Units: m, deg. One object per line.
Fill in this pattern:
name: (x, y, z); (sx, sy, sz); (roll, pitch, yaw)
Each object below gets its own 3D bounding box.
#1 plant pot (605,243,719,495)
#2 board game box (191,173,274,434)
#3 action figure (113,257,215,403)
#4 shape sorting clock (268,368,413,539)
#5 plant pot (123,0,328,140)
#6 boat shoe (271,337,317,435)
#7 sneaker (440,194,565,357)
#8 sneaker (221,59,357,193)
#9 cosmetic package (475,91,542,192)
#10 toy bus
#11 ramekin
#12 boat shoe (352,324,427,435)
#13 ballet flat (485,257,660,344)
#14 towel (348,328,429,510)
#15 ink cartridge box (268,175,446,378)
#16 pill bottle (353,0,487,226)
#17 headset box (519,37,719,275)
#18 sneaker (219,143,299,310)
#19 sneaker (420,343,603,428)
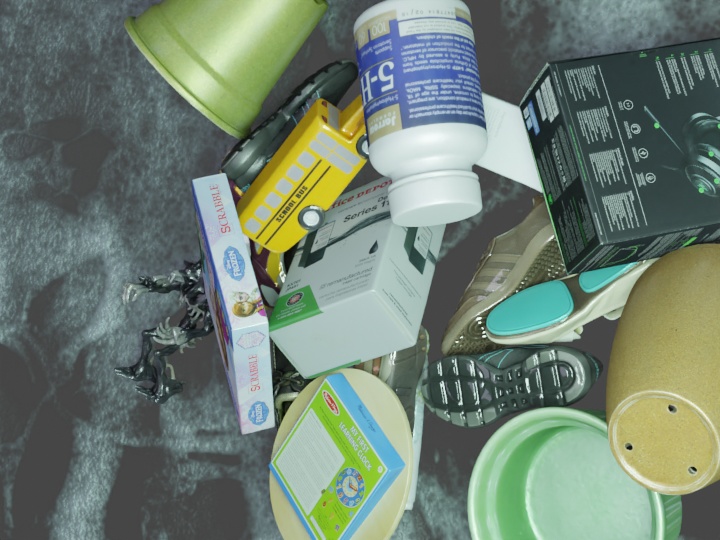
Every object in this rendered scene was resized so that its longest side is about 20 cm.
plant pot: (0.287, 0.100, 1.051); (0.184, 0.200, 0.189); (12, 116, 25)
board game box: (-0.136, 0.038, 1.319); (0.040, 0.201, 0.202); (-12, 53, -10)
action figure: (-0.233, 0.059, 1.510); (0.119, 0.101, 0.202); (39, 109, 42)
shape sorting clock: (-0.021, 0.201, 1.248); (0.198, 0.039, 0.204); (-15, 69, 44)
plant pot: (-0.142, -0.288, 1.440); (0.184, 0.200, 0.201); (-44, 63, 9)
boat shoe: (-0.064, 0.138, 1.350); (0.073, 0.064, 0.203); (-24, 73, 30)
sneaker: (0.151, 0.011, 1.281); (0.200, 0.070, 0.076); (-48, 38, 23)
sneaker: (-0.069, -0.159, 1.412); (0.200, 0.075, 0.079); (-45, 103, -7)
cosmetic package: (0.141, -0.140, 1.269); (0.199, 0.101, 0.075); (29, 103, 34)
toy bus: (-0.049, -0.112, 1.322); (0.200, 0.078, 0.065); (-49, 21, 25)
ramekin: (0.211, 0.228, 1.181); (0.197, 0.097, 0.204); (0, 90, 33)
boat shoe: (0.015, 0.145, 1.301); (0.071, 0.075, 0.203); (12, 85, 37)
ballet flat: (0.220, 0.034, 1.212); (0.198, 0.069, 0.070); (-28, 71, 19)
towel: (-0.006, 0.158, 1.378); (0.169, 0.048, 0.204); (4, 88, 32)
ink cartridge box: (0.000, 0.000, 1.298); (0.145, 0.083, 0.202); (-21, 33, 31)
pill bottle: (0.061, -0.152, 1.193); (0.118, 0.119, 0.204); (-14, 77, 32)
headset box: (0.269, -0.107, 1.126); (0.093, 0.197, 0.177); (121, 136, -70)
sneaker: (-0.104, -0.057, 1.452); (0.089, 0.075, 0.204); (-14, 86, 30)
sneaker: (0.154, 0.115, 1.251); (0.197, 0.079, 0.077); (-8, 92, 34)
